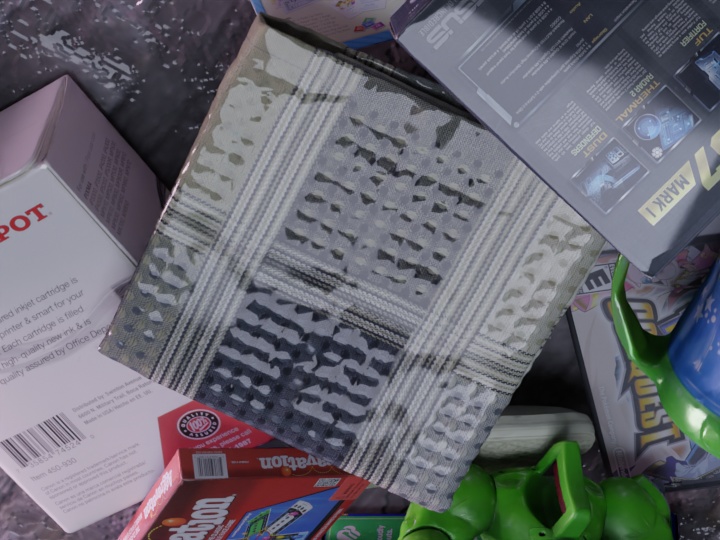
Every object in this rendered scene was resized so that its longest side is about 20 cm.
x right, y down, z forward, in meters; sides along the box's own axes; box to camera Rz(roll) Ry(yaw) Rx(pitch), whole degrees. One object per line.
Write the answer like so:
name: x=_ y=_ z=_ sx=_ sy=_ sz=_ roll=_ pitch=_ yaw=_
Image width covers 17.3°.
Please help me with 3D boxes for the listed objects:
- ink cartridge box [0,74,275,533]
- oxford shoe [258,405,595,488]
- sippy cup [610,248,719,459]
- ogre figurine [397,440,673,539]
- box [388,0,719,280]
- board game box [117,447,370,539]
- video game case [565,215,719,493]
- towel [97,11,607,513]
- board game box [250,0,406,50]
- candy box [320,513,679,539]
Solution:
ink cartridge box: x=-0.148 y=0.020 z=1.200 sx=0.147 sy=0.083 sz=0.200 roll=-25 pitch=121 yaw=23
oxford shoe: x=0.022 y=0.081 z=1.244 sx=0.200 sy=0.058 sz=0.075 roll=-4 pitch=152 yaw=6
sippy cup: x=0.217 y=0.014 z=1.101 sx=0.178 sy=0.140 sz=0.130 roll=-2 pitch=121 yaw=-24
ogre figurine: x=0.097 y=0.156 z=1.204 sx=0.200 sy=0.120 sz=0.098 roll=-1 pitch=155 yaw=-1
box: x=0.135 y=-0.120 z=1.003 sx=0.158 sy=0.051 sz=0.200 roll=42 pitch=100 yaw=-12
board game box: x=-0.071 y=0.137 z=1.256 sx=0.103 sy=0.019 sz=0.200 roll=1 pitch=154 yaw=-19
video game case: x=0.199 y=0.028 z=1.204 sx=0.181 sy=0.026 sz=0.200 roll=-8 pitch=126 yaw=12
towel: x=0.001 y=-0.003 z=1.096 sx=0.192 sy=0.035 sz=0.200 roll=26 pitch=116 yaw=-7
board game box: x=0.034 y=-0.176 z=1.058 sx=0.200 sy=0.034 sz=0.134 roll=-13 pitch=126 yaw=16
candy box: x=0.081 y=0.220 z=1.335 sx=0.200 sy=0.077 sz=0.169 roll=-2 pitch=129 yaw=6
